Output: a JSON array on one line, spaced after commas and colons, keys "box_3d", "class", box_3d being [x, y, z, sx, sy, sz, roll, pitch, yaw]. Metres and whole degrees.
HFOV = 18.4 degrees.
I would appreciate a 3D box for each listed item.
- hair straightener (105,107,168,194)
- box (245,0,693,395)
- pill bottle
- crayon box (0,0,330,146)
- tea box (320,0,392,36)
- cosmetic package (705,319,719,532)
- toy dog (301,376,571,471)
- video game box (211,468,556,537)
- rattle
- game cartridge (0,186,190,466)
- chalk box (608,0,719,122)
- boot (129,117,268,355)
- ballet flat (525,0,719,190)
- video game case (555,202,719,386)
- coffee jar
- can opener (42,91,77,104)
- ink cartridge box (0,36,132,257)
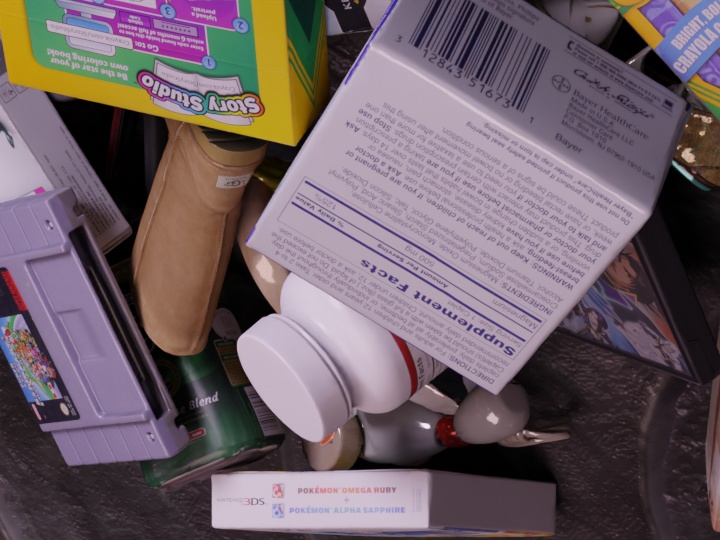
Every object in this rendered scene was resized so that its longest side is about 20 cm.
[{"box_3d": [-0.130, -0.133, 1.559, 0.077, 0.041, 0.201, 23, 129, 10], "class": "hair straightener"}, {"box_3d": [0.061, -0.055, 1.299, 0.183, 0.105, 0.200, 31, 138, -4], "class": "box"}, {"box_3d": [0.022, 0.019, 1.443, 0.112, 0.200, 0.113, 43, 156, 24], "class": "pill bottle"}, {"box_3d": [-0.122, -0.175, 1.316, 0.199, 0.058, 0.173, 14, 134, 18], "class": "crayon box"}, {"box_3d": [-0.042, -0.256, 1.340, 0.196, 0.134, 0.201, -4, 124, 32], "class": "tea box"}, {"box_3d": [0.282, 0.071, 1.437, 0.103, 0.087, 0.201, 1, 128, 4], "class": "cosmetic package"}, {"box_3d": [0.045, 0.086, 1.596, 0.199, 0.132, 0.097, -13, 80, 31], "class": "toy dog"}, {"box_3d": [0.019, 0.171, 1.618, 0.181, 0.200, 0.047, -1, 82, 32], "class": "video game box"}, {"box_3d": [0.000, 0.000, 1.523, 0.142, 0.130, 0.201, -22, 79, 3], "class": "rattle"}, {"box_3d": [-0.206, 0.044, 1.552, 0.129, 0.038, 0.201, -12, 108, 43], "class": "game cartridge"}, {"box_3d": [0.216, -0.192, 1.257, 0.200, 0.125, 0.124, 46, 133, -12], "class": "chalk box"}, {"box_3d": [-0.124, -0.070, 1.496, 0.066, 0.176, 0.200, -2, 142, -20], "class": "boot"}, {"box_3d": [0.161, -0.129, 1.385, 0.199, 0.071, 0.071, 35, 134, 1], "class": "ballet flat"}, {"box_3d": [0.139, -0.029, 1.436, 0.180, 0.025, 0.201, 20, 141, 57], "class": "video game case"}, {"box_3d": [-0.134, 0.051, 1.614, 0.104, 0.085, 0.201, -25, 79, 25], "class": "coffee jar"}, {"box_3d": [-0.227, -0.151, 1.561, 0.199, 0.053, 0.067, -6, 111, 46], "class": "can opener"}, {"box_3d": [-0.271, -0.082, 1.581, 0.173, 0.044, 0.201, -20, 106, 48], "class": "ink cartridge box"}]
